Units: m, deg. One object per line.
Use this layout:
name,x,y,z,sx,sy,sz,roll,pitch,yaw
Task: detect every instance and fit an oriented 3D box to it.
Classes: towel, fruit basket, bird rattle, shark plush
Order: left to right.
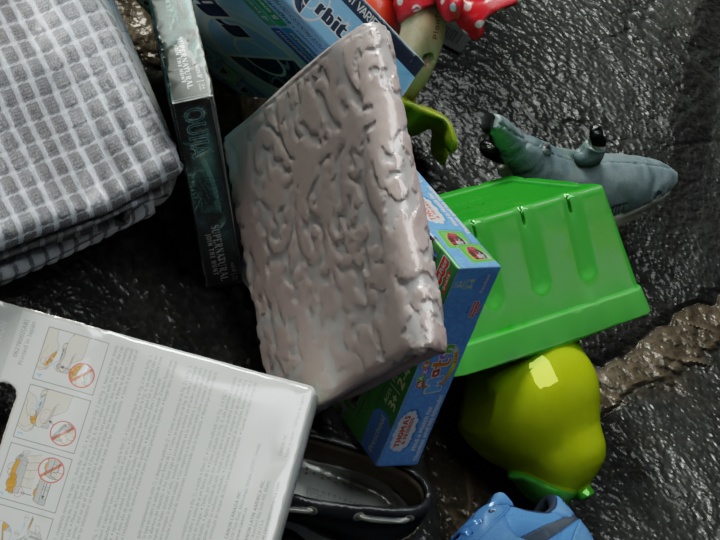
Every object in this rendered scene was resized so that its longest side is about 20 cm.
towel,-0.214,-0.101,1.440,0.165,0.086,0.200,-24,84,-37
towel,-0.016,-0.022,1.453,0.032,0.191,0.201,-3,74,-30
bird rattle,0.018,-0.172,1.679,0.112,0.201,0.163,-8,34,-38
fruit basket,0.090,0.052,1.586,0.215,0.155,0.216,-7,100,-41
shark plush,0.143,-0.081,1.705,0.200,0.083,0.091,35,31,-40

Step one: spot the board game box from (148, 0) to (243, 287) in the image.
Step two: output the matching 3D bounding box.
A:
board game box,-0.107,-0.098,1.530,0.028,0.200,0.136,-12,57,-4

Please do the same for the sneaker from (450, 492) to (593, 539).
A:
sneaker,0.067,0.185,1.474,0.200,0.066,0.079,-12,72,-44

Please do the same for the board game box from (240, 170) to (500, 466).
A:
board game box,0.000,0.000,1.499,0.036,0.152,0.200,-1,36,-33

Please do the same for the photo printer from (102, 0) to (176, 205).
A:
photo printer,-0.233,-0.108,1.543,0.199,0.069,0.167,-6,59,-35

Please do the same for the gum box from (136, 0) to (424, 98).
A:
gum box,-0.076,-0.178,1.578,0.170,0.200,0.045,44,73,-31

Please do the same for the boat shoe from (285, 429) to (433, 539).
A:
boat shoe,-0.052,0.122,1.465,0.199,0.060,0.074,23,44,-13

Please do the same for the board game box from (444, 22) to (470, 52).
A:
board game box,0.008,-0.263,1.854,0.200,0.034,0.135,26,44,-10

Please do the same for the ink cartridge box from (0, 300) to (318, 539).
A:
ink cartridge box,-0.139,0.120,1.397,0.199,0.050,0.161,14,68,3
